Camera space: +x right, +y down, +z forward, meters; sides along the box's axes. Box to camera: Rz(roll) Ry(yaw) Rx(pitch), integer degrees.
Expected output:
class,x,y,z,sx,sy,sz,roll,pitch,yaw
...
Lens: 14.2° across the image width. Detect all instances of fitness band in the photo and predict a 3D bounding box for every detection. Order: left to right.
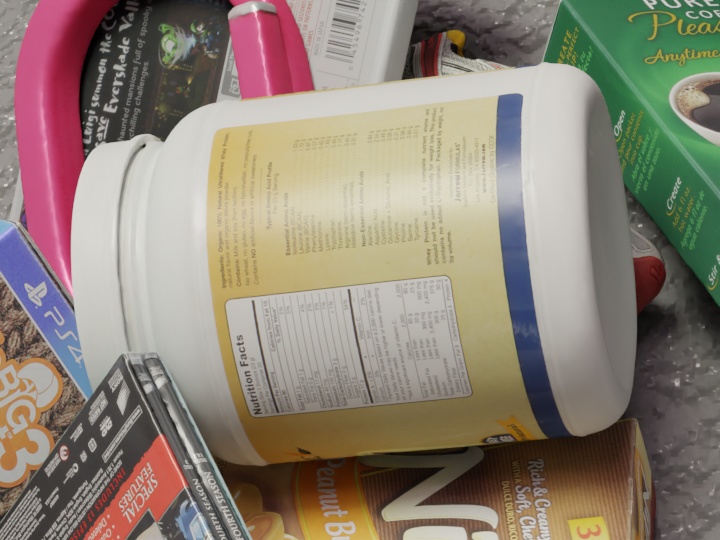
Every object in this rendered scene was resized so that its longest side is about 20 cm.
class,x,y,z,sx,sy,sz,roll,pitch,yaw
fitness band,-0.086,-0.048,1.257,0.143,0.037,0.201,-12,80,30

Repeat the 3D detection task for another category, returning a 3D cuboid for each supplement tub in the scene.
class,x,y,z,sx,sy,sz,roll,pitch,yaw
supplement tub,0.000,0.000,1.124,0.199,0.145,0.145,-6,47,13

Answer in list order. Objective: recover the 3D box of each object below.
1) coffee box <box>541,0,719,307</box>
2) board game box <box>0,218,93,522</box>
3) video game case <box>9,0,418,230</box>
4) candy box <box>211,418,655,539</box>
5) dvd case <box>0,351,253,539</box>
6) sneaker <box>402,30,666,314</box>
class,x,y,z,sx,sy,sz,roll,pitch,yaw
coffee box,0.172,-0.047,1.210,0.123,0.044,0.200,-7,41,-27
board game box,-0.219,0.068,1.192,0.200,0.097,0.159,-40,23,-17
video game case,-0.066,-0.079,1.281,0.181,0.023,0.201,15,96,30
candy box,0.013,0.124,1.129,0.199,0.055,0.116,-6,46,14
dvd case,-0.076,0.152,1.060,0.022,0.146,0.200,2,48,-40
sneaker,0.066,-0.049,1.255,0.082,0.078,0.200,-35,48,-15
